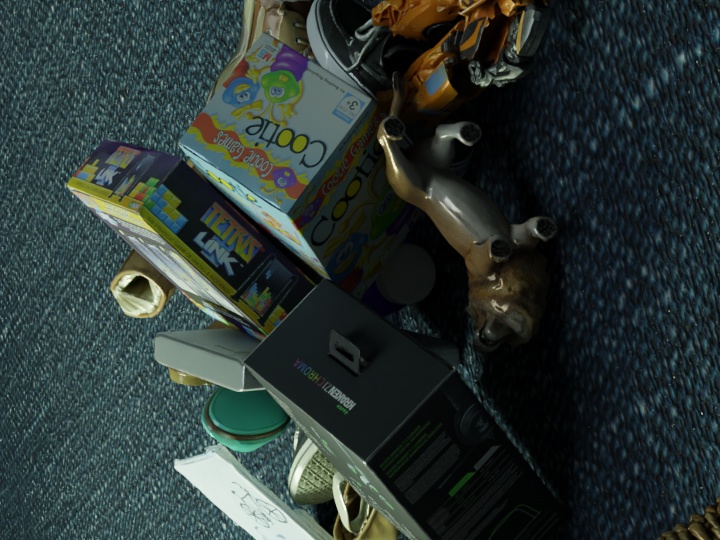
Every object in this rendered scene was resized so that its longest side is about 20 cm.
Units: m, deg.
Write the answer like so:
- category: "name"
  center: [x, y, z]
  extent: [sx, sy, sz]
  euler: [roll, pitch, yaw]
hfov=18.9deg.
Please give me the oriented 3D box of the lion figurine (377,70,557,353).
- category: "lion figurine"
  center: [0.070, -0.040, 1.512]
  extent: [0.200, 0.072, 0.123]
  euler: [57, 163, 7]

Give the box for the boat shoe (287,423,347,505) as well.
- category: "boat shoe"
  center: [-0.022, 0.123, 1.873]
  extent: [0.062, 0.074, 0.200]
  euler: [-119, 34, -43]

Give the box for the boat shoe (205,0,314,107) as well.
- category: "boat shoe"
  center: [-0.059, -0.184, 1.787]
  extent: [0.074, 0.076, 0.201]
  euler: [38, 116, 35]

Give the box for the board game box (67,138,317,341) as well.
- category: "board game box"
  center: [-0.125, -0.022, 1.651]
  extent: [0.165, 0.057, 0.200]
  euler: [45, 170, -22]

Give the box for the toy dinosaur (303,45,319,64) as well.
- category: "toy dinosaur"
  center: [-0.056, -0.100, 1.766]
  extent: [0.182, 0.105, 0.200]
  euler: [-65, 18, -16]

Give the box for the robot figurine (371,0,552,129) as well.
- category: "robot figurine"
  center: [0.071, -0.180, 1.478]
  extent: [0.200, 0.058, 0.146]
  euler: [138, 133, -59]

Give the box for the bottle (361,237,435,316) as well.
- category: "bottle"
  center: [0.000, 0.000, 1.760]
  extent: [0.200, 0.065, 0.084]
  euler: [-173, 84, -68]

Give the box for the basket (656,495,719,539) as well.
- category: "basket"
  center: [0.250, 0.241, 1.257]
  extent: [0.143, 0.149, 0.200]
  euler: [53, -176, -48]

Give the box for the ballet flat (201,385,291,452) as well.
- category: "ballet flat"
  center: [-0.092, 0.122, 1.910]
  extent: [0.067, 0.200, 0.070]
  euler: [38, 122, 5]

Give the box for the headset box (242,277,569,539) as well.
- category: "headset box"
  center: [0.029, 0.117, 1.555]
  extent: [0.174, 0.093, 0.200]
  euler: [34, 167, 51]

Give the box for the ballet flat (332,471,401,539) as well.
- category: "ballet flat"
  center: [0.011, 0.159, 1.816]
  extent: [0.069, 0.063, 0.201]
  euler: [-128, 34, -49]

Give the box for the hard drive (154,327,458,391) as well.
- category: "hard drive"
  center: [-0.042, 0.064, 1.685]
  extent: [0.132, 0.199, 0.027]
  euler: [14, 104, 54]

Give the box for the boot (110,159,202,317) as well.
- category: "boot"
  center: [-0.164, -0.041, 1.971]
  extent: [0.066, 0.200, 0.175]
  euler: [34, 154, -3]

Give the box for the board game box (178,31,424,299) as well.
- category: "board game box"
  center: [-0.037, -0.069, 1.576]
  extent: [0.105, 0.103, 0.200]
  euler: [33, 171, 22]

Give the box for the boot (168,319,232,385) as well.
- category: "boot"
  center: [-0.103, -0.016, 1.875]
  extent: [0.066, 0.175, 0.201]
  euler: [14, 117, 53]

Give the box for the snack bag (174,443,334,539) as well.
- category: "snack bag"
  center: [-0.080, 0.228, 1.980]
  extent: [0.200, 0.021, 0.189]
  euler: [42, 163, -7]

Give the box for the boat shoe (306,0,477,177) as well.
- category: "boat shoe"
  center: [0.025, -0.155, 1.620]
  extent: [0.200, 0.073, 0.068]
  euler: [60, 148, 36]
